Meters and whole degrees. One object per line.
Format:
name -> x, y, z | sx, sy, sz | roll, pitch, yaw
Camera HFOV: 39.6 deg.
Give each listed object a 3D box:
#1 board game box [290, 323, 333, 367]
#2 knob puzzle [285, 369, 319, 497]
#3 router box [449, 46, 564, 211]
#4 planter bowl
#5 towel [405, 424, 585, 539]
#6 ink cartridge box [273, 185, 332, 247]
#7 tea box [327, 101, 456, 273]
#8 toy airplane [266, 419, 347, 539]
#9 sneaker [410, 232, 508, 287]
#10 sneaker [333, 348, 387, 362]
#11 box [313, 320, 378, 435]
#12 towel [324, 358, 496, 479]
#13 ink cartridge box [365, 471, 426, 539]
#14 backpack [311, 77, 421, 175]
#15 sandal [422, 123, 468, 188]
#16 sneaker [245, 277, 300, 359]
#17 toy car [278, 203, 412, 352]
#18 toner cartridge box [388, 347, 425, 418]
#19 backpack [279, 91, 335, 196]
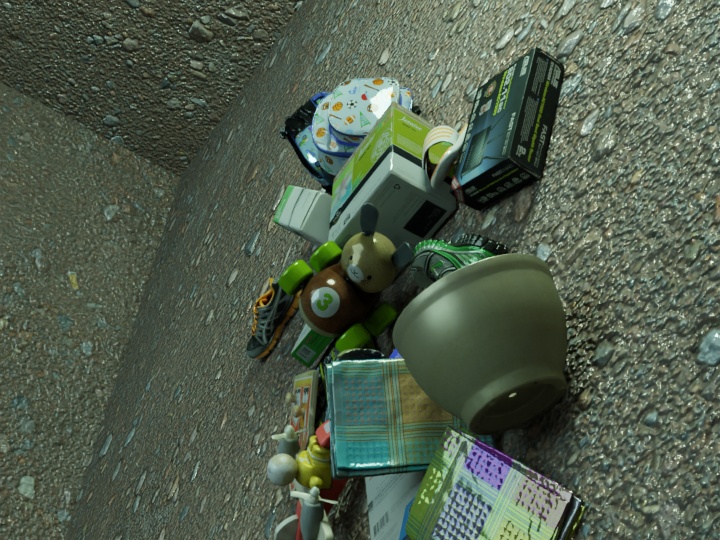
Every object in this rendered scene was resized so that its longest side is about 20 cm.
board game box -> -0.041, 0.055, 1.738 | 0.153, 0.040, 0.201 | -50, 8, 33
knob puzzle -> -0.109, 0.271, 1.657 | 0.219, 0.030, 0.224 | -172, 90, -77
router box -> 0.214, -0.205, 1.465 | 0.149, 0.061, 0.203 | -28, 40, 56
planter bowl -> 0.149, 0.097, 1.117 | 0.201, 0.198, 0.136 | -48, 51, 36
towel -> 0.135, 0.265, 1.062 | 0.199, 0.023, 0.146 | 24, 90, 49
ink cartridge box -> -0.068, -0.089, 1.902 | 0.085, 0.144, 0.200 | -63, 20, -2
tea box -> 0.051, -0.130, 1.675 | 0.200, 0.132, 0.199 | -49, 24, 35
toy airplane -> -0.080, 0.313, 1.453 | 0.199, 0.139, 0.202 | -30, 43, 51
sneaker -> 0.125, 0.003, 1.415 | 0.199, 0.077, 0.087 | -13, 54, 64
sneaker -> 0.005, 0.152, 1.349 | 0.087, 0.199, 0.078 | 6, 73, 33
box -> -0.027, 0.187, 1.619 | 0.162, 0.044, 0.201 | -58, 20, 18
towel -> 0.058, 0.170, 1.193 | 0.022, 0.196, 0.149 | 95, 170, -58
ink cartridge box -> 0.065, 0.272, 1.250 | 0.116, 0.067, 0.201 | -50, 24, 25
backpack -> 0.004, -0.256, 1.840 | 0.187, 0.155, 0.203 | -3, 50, 18
sandal -> 0.128, -0.193, 1.580 | 0.080, 0.059, 0.207 | -61, -2, 28
sneaker -> -0.194, 0.096, 2.094 | 0.202, 0.076, 0.079 | -59, 22, 18
toy car -> 0.000, 0.000, 1.523 | 0.157, 0.164, 0.201 | -34, -13, -47
toner cartridge box -> 0.087, 0.118, 1.291 | 0.094, 0.043, 0.201 | 5, 49, 45
backpack -> -0.050, -0.236, 2.004 | 0.134, 0.182, 0.201 | -41, 39, 9
